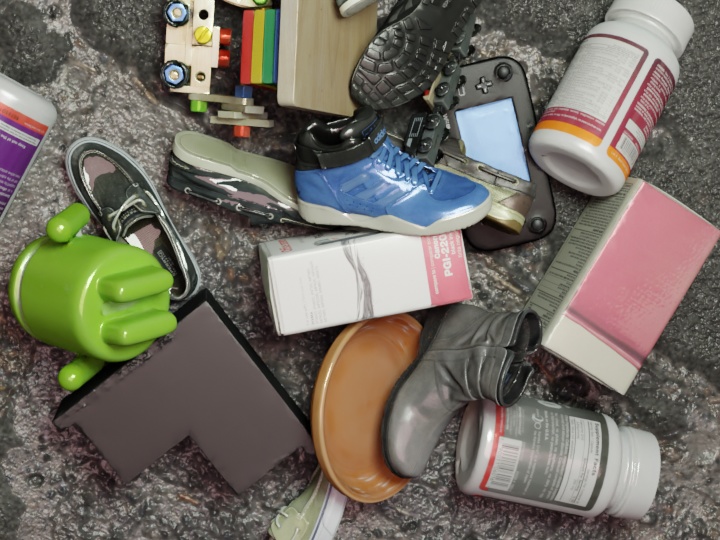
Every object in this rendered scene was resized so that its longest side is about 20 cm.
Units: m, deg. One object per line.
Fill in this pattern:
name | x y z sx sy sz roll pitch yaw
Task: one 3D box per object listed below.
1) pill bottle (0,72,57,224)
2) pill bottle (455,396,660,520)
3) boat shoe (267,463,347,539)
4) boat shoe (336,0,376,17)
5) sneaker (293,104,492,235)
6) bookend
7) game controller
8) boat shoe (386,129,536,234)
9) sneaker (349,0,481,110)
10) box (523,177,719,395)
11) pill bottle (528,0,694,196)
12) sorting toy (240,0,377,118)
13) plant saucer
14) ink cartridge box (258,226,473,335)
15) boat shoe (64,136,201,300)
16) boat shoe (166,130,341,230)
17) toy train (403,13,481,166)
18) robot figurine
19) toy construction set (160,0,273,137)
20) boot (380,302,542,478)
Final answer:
pill bottle | -0.394 -0.101 1.327 0.112 0.112 0.201 29 91 -9
pill bottle | 0.210 0.201 1.429 0.198 0.114 0.115 13 94 -8
boat shoe | -0.068 0.284 1.424 0.062 0.072 0.201 22 95 -11
boat shoe | 0.021 -0.311 1.334 0.073 0.200 0.062 -25 104 39
sneaker | 0.028 -0.102 1.298 0.198 0.077 0.112 5 123 18
bookend | -0.177 0.161 1.389 0.198 0.092 0.200 -38 100 -1
game controller | 0.143 -0.124 1.427 0.103 0.042 0.202 -14 96 -5
boat shoe | 0.091 -0.107 1.393 0.199 0.073 0.065 30 84 11
sneaker | 0.057 -0.245 1.374 0.076 0.087 0.200 42 82 -18
box | 0.269 0.012 1.411 0.108 0.128 0.201 31 92 -9
pill bottle | 0.265 -0.188 1.390 0.109 0.110 0.201 32 77 -9
sorting toy | -0.051 -0.257 1.325 0.069 0.198 0.202 3 93 22
plant saucer | 0.012 0.139 1.389 0.199 0.037 0.202 -8 100 -50
ink cartridge box | 0.000 0.000 1.368 0.198 0.146 0.086 -12 98 -6
boat shoe | -0.230 -0.055 1.372 0.072 0.071 0.200 -40 99 -2
boat shoe | -0.110 -0.077 1.390 0.198 0.075 0.066 19 121 -17
toy train | 0.083 -0.194 1.380 0.034 0.045 0.201 45 54 -45
robot figurine | -0.270 0.025 1.325 0.115 0.199 0.177 -19 112 -44
toy construction set | -0.138 -0.234 1.363 0.130 0.092 0.202 3 84 -7
boot | 0.102 0.124 1.357 0.070 0.131 0.202 26 79 -41
